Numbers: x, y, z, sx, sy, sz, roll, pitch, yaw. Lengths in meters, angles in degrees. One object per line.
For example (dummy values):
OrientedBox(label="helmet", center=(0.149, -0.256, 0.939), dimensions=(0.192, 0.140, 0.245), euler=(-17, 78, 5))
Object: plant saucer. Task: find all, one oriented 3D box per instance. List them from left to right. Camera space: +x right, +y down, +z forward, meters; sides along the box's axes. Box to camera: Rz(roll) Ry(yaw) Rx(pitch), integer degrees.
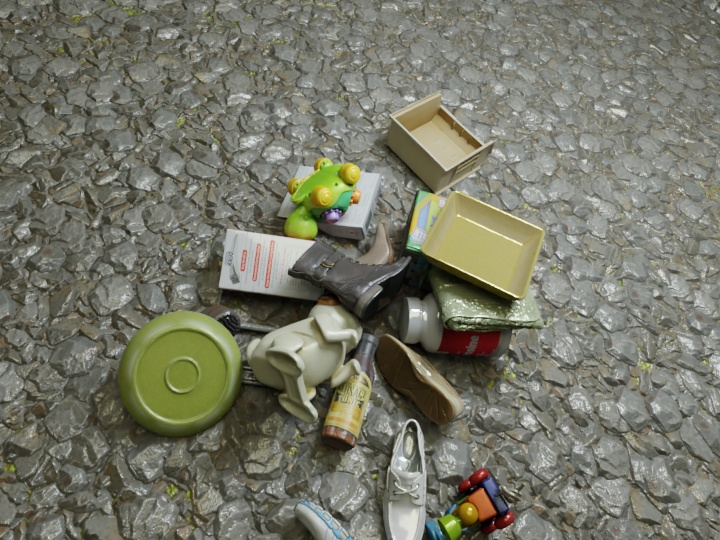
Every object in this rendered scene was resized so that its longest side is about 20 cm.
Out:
OrientedBox(label="plant saucer", center=(-0.289, 0.169, 0.857), dimensions=(0.195, 0.031, 0.206), euler=(1, 86, -20))
OrientedBox(label="plant saucer", center=(0.225, -0.041, 0.977), dimensions=(0.197, 0.049, 0.201), euler=(26, 50, 10))

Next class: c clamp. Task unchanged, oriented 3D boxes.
OrientedBox(label="c clamp", center=(-0.189, 0.127, 0.964), dimensions=(0.195, 0.027, 0.174), euler=(13, 56, -2))

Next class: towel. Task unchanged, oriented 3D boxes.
OrientedBox(label="towel", center=(0.226, 0.047, 0.959), dimensions=(0.195, 0.037, 0.150), euler=(1, 44, -12))

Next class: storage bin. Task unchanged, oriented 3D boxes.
OrientedBox(label="storage bin", center=(0.195, -0.315, 1.283), dimensions=(0.197, 0.094, 0.200), euler=(-32, 68, -27))

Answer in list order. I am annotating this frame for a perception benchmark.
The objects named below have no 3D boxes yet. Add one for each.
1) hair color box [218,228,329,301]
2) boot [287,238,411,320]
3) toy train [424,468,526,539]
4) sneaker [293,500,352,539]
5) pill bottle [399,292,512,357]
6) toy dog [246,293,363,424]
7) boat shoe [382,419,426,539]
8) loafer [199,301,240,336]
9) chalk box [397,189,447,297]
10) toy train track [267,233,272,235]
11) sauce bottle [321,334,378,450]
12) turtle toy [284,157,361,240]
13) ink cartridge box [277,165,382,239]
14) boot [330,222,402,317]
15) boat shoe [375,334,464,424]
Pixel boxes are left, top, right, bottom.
OrientedBox(label="hair color box", center=(-0.163, -0.007, 1.011), dimensions=(0.195, 0.064, 0.114), euler=(8, 84, -8))
OrientedBox(label="boot", center=(-0.014, -0.010, 0.954), dimensions=(0.172, 0.070, 0.199), euler=(32, 41, 20))
OrientedBox(label="toy train", center=(0.164, 0.360, 0.783), dimensions=(0.114, 0.201, 0.085), euler=(-24, 64, -19))
OrientedBox(label="sneaker", center=(-0.037, 0.433, 0.774), dimensions=(0.199, 0.075, 0.086), euler=(41, 65, 16))
OrientedBox(label="pill bottle", center=(0.177, 0.101, 1.001), dimensions=(0.195, 0.113, 0.114), euler=(5, 56, -7))
OrientedBox(label="toy dog", center=(-0.078, 0.134, 0.906), dimensions=(0.191, 0.142, 0.199), euler=(4, 30, 42))
OrientedBox(label="boat shoe", center=(0.072, 0.340, 0.848), dimensions=(0.069, 0.070, 0.204), euler=(2, 55, 4))
OrientedBox(label="loafer", center=(-0.304, 0.126, 0.920), dimensions=(0.197, 0.074, 0.071), euler=(-30, 37, -18))
OrientedBox(label="chalk box", center=(0.145, -0.038, 1.078), dimensions=(0.121, 0.125, 0.203), euler=(15, 57, 0))
OrientedBox(label="toy train track", center=(-0.160, -0.022, 1.062), dimensions=(0.196, 0.033, 0.116), euler=(21, 56, 1))
OrientedBox(label="sauce bottle", center=(-0.013, 0.207, 0.925), dimensions=(0.064, 0.067, 0.203), euler=(17, 56, 0))
OrientedBox(label="turtle toy", center=(-0.080, -0.142, 1.070), dimensions=(0.199, 0.102, 0.145), euler=(-41, 35, -17))
OrientedBox(label="ink cartridge box", center=(-0.064, -0.154, 1.170), dimensions=(0.195, 0.058, 0.165), euler=(6, 54, 18))
OrientedBox(label="boot", center=(0.000, 0.000, 1.052), dimensions=(0.143, 0.071, 0.203), euler=(-14, 50, 4))
OrientedBox(label="boat shoe", center=(0.104, 0.195, 0.962), dimensions=(0.200, 0.072, 0.064), euler=(46, 26, 27))
